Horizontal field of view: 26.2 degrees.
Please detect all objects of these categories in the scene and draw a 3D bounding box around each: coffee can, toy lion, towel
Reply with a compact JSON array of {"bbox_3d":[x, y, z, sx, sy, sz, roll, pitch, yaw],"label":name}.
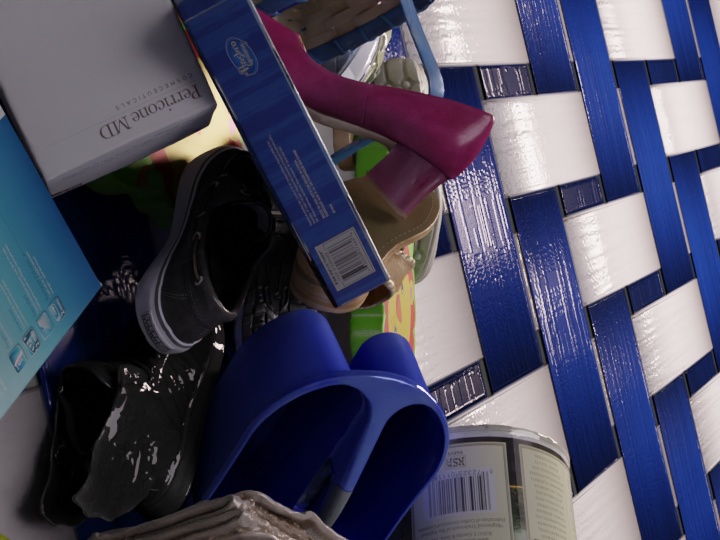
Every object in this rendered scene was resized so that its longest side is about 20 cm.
[{"bbox_3d":[0.085,0.229,1.074,0.146,0.145,0.202,42,37,-48],"label":"coffee can"},{"bbox_3d":[0.018,-0.001,1.253,0.192,0.068,0.201,72,21,-51],"label":"toy lion"},{"bbox_3d":[-0.142,-0.111,1.050,0.200,0.068,0.193,-49,129,-57],"label":"toy lion"},{"bbox_3d":[-0.070,0.193,0.970,0.200,0.131,0.035,44,35,-48],"label":"towel"}]

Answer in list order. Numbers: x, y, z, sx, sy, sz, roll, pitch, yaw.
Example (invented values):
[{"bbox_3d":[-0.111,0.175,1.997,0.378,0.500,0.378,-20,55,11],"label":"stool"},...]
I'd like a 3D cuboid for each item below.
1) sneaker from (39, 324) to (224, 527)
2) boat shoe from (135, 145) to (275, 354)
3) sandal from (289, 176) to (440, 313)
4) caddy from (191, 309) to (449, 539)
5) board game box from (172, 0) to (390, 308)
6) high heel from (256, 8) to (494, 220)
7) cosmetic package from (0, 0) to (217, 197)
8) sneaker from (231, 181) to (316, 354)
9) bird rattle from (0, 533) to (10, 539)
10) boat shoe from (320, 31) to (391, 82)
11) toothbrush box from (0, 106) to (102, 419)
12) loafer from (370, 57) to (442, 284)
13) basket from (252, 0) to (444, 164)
[{"bbox_3d":[-0.142,0.074,0.958,0.104,0.060,0.202,44,42,-46],"label":"sneaker"},{"bbox_3d":[-0.086,-0.024,0.999,0.070,0.066,0.201,59,27,-22],"label":"boat shoe"},{"bbox_3d":[-0.005,-0.002,1.080,0.212,0.077,0.070,-50,159,-63],"label":"sandal"},{"bbox_3d":[-0.030,0.124,0.999,0.140,0.201,0.105,16,35,-26],"label":"caddy"},{"bbox_3d":[-0.061,-0.104,0.960,0.201,0.043,0.199,63,0,-27],"label":"board game box"},{"bbox_3d":[-0.001,-0.136,1.092,0.200,0.096,0.067,46,3,5],"label":"high heel"},{"bbox_3d":[-0.172,-0.156,0.886,0.201,0.112,0.081,63,-11,1],"label":"cosmetic package"},{"bbox_3d":[-0.066,-0.008,1.126,0.073,0.079,0.202,9,75,-16],"label":"sneaker"},{"bbox_3d":[-0.146,0.230,0.854,0.164,0.112,0.200,-60,142,-11],"label":"bird rattle"},{"bbox_3d":[-0.003,-0.193,1.328,0.062,0.071,0.201,56,31,-31],"label":"boat shoe"},{"bbox_3d":[-0.235,0.012,0.780,0.147,0.085,0.201,64,29,-26],"label":"toothbrush box"},{"bbox_3d":[0.042,-0.086,1.368,0.070,0.069,0.202,25,66,-76],"label":"loafer"},{"bbox_3d":[-0.030,-0.182,1.174,0.139,0.176,0.202,-9,77,-52],"label":"basket"}]
